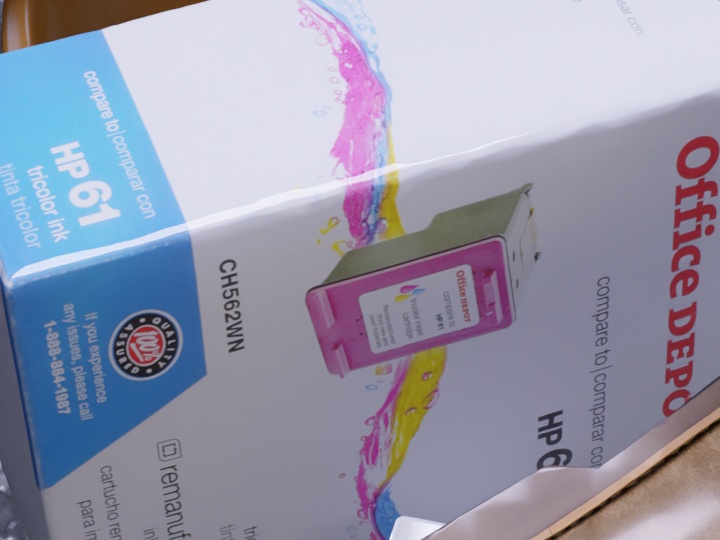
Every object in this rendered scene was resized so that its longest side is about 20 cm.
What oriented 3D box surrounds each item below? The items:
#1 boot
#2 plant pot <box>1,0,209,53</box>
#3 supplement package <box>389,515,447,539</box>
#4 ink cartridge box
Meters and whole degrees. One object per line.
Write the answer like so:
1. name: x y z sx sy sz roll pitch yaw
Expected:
1. boot: 0.098 0.060 0.677 0.200 0.074 0.076 -32 75 -5
2. plant pot: -0.017 -0.101 0.828 0.200 0.183 0.201 -2 61 4
3. supplement package: 0.096 0.149 0.722 0.200 0.114 0.110 10 64 11
4. ink cartridge box: 0.000 0.000 0.747 0.200 0.145 0.085 -17 46 -13
